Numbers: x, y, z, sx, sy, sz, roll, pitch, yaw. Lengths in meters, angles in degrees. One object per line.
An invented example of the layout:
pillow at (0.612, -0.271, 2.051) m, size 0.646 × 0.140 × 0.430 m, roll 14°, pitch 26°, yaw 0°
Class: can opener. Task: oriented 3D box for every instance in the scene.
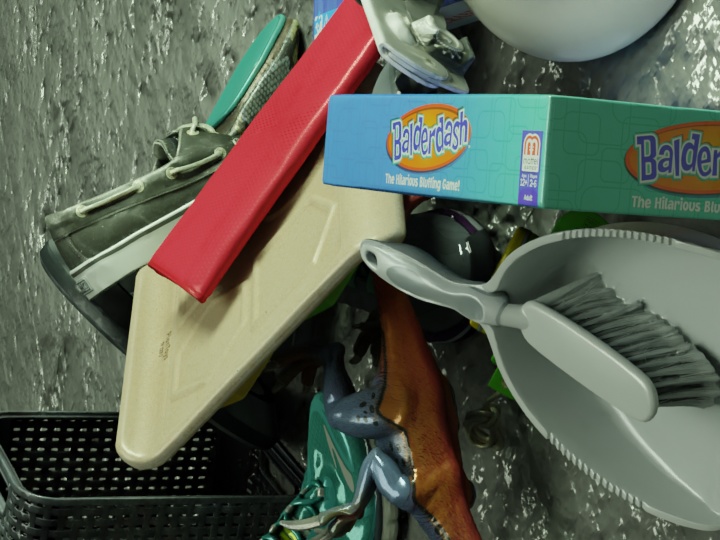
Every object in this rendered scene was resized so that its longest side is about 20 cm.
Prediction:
can opener at (0.009, -0.133, 0.967) m, size 0.067 × 0.053 × 0.201 m, roll -56°, pitch 27°, yaw 24°

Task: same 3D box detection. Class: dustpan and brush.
dustpan and brush at (0.082, 0.023, 0.824) m, size 0.199 × 0.057 × 0.141 m, roll 33°, pitch 135°, yaw 39°

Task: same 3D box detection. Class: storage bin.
storage bin at (-0.145, 0.160, 1.236) m, size 0.135 × 0.198 × 0.095 m, roll 39°, pitch 122°, yaw 59°

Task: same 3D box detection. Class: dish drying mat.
dish drying mat at (-0.041, -0.073, 1.037) m, size 0.201 × 0.018 × 0.077 m, roll -54°, pitch 25°, yaw -5°

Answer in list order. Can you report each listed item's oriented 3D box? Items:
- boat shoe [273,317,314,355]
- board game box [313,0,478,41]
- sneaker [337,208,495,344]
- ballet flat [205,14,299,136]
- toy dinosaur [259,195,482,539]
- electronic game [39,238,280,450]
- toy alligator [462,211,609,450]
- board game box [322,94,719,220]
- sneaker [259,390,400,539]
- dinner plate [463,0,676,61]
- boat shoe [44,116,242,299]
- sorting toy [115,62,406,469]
boat shoe at (-0.067, 0.017, 1.250) m, size 0.200 × 0.062 × 0.075 m, roll -125°, pitch 40°, yaw -74°
board game box at (0.032, -0.235, 1.079) m, size 0.200 × 0.041 × 0.202 m, roll -6°, pitch 82°, yaw 64°
sneaker at (0.000, 0.000, 1.073) m, size 0.200 × 0.087 × 0.075 m, roll -172°, pitch 85°, yaw -65°
ballet flat at (-0.084, -0.076, 1.255) m, size 0.201 × 0.072 × 0.072 m, roll -57°, pitch 16°, yaw -22°
toy dinosaur at (0.019, 0.094, 0.948) m, size 0.182 × 0.104 × 0.202 m, roll 50°, pitch 140°, yaw 46°
electronic game at (-0.130, 0.048, 1.247) m, size 0.042 × 0.200 × 0.200 m, roll -50°, pitch 32°, yaw 2°
toy alligator at (0.089, 0.022, 0.932) m, size 0.054 × 0.059 × 0.201 m, roll -58°, pitch -7°, yaw -32°
board game box at (0.092, -0.048, 0.809) m, size 0.200 × 0.151 × 0.046 m, roll 12°, pitch 98°, yaw 64°
sneaker at (-0.026, 0.168, 1.125) m, size 0.077 × 0.079 × 0.202 m, roll -159°, pitch 74°, yaw -63°
dinner plate at (0.089, -0.200, 0.908) m, size 0.199 × 0.024 × 0.203 m, roll 13°, pitch 107°, yaw 48°
boat shoe at (-0.099, -0.059, 1.166) m, size 0.064 × 0.199 × 0.071 m, roll 59°, pitch 157°, yaw -4°
sorting toy at (-0.050, -0.003, 1.023) m, size 0.200 × 0.036 × 0.186 m, roll -41°, pitch 27°, yaw 23°
